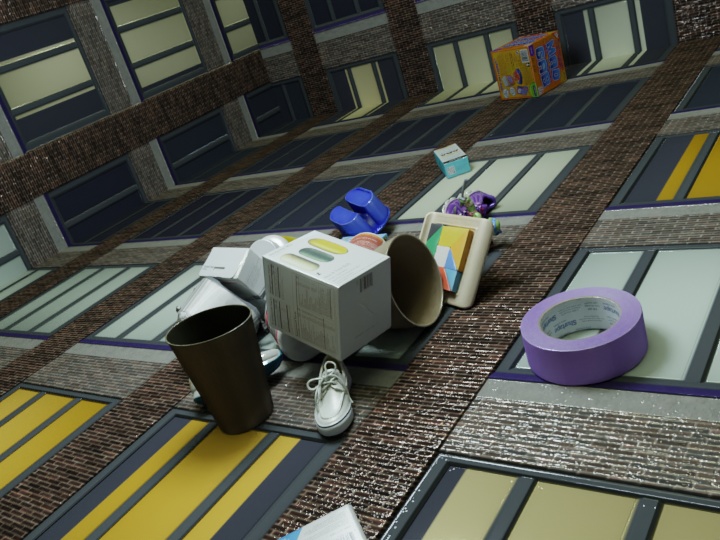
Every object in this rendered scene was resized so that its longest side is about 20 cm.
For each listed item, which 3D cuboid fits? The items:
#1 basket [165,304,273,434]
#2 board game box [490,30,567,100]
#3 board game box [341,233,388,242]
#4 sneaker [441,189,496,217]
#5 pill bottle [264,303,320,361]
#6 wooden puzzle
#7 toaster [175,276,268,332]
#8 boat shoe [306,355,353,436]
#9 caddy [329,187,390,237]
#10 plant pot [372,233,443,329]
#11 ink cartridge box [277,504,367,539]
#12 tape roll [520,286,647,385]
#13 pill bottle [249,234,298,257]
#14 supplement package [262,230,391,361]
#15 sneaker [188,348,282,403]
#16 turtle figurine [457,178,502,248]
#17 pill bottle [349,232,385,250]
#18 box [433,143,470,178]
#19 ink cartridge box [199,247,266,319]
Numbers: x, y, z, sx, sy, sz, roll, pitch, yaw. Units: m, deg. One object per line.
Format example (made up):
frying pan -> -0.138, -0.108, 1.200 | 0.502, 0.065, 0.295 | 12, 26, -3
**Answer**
basket -> -0.244, 0.186, 1.358 | 0.177, 0.204, 0.136 | -9, 24, 25
board game box -> 0.678, -0.824, 2.959 | 0.198, 0.204, 0.198 | -32, 25, -30
board game box -> -0.034, -0.033, 1.921 | 0.149, 0.037, 0.200 | -3, 27, 37
sneaker -> 0.280, -0.157, 1.896 | 0.082, 0.082, 0.199 | 12, 36, 43
pill bottle -> -0.146, 0.108, 1.582 | 0.109, 0.113, 0.200 | -24, 22, -12
wooden puzzle -> 0.182, -0.028, 1.562 | 0.037, 0.189, 0.198 | 17, -1, -37
toaster -> -0.314, 0.120, 1.633 | 0.130, 0.198, 0.114 | -51, -8, -34
boat shoe -> -0.052, 0.205, 1.304 | 0.073, 0.088, 0.203 | -15, 22, 10
caddy -> 0.003, -0.147, 2.076 | 0.142, 0.105, 0.199 | -48, 27, -6
plant pot -> 0.039, 0.044, 1.518 | 0.197, 0.190, 0.187 | -19, 17, 39
ink cartridge box -> -0.038, 0.389, 0.856 | 0.144, 0.087, 0.200 | -23, 23, -9
tape roll -> 0.367, 0.104, 1.213 | 0.196, 0.067, 0.201 | -18, 21, 7
pill bottle -> -0.203, -0.031, 1.862 | 0.110, 0.115, 0.199 | -11, -5, 19
supplement package -> -0.062, 0.041, 1.387 | 0.197, 0.154, 0.151 | 20, 34, 36
sneaker -> -0.253, 0.194, 1.482 | 0.196, 0.077, 0.082 | -21, 65, -6
turtle figurine -> 0.213, -0.107, 1.704 | 0.192, 0.147, 0.198 | -22, -18, 37
pill bottle -> 0.000, 0.000, 1.710 | 0.110, 0.114, 0.201 | -11, 23, 19
box -> 0.297, -0.358, 2.390 | 0.081, 0.050, 0.201 | -18, 22, 3
ink cartridge box -> -0.257, 0.032, 1.721 | 0.143, 0.200, 0.085 | 3, 60, 42
